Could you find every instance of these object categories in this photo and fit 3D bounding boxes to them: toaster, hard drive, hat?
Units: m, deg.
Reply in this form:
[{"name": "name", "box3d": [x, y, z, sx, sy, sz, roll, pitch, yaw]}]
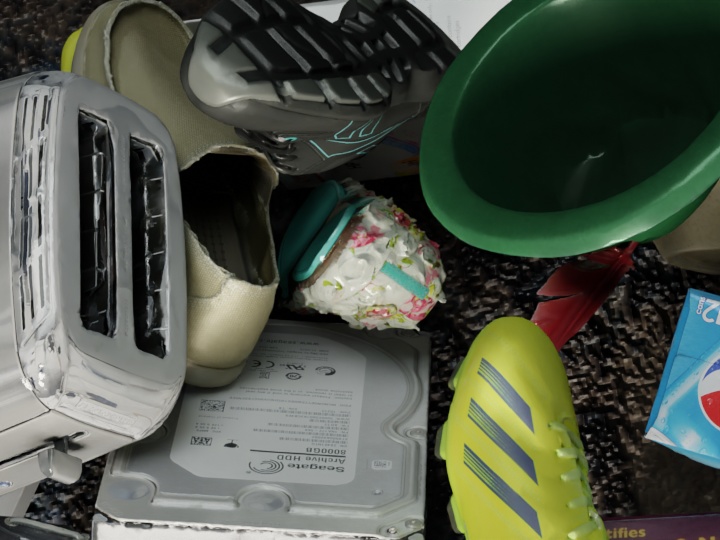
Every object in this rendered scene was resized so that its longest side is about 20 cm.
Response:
[{"name": "toaster", "box3d": [-0.150, -0.001, 1.093, 0.129, 0.114, 0.200, -15, 65, 29]}, {"name": "hard drive", "box3d": [-0.038, 0.078, 1.133, 0.139, 0.038, 0.200, 4, 25, 2]}, {"name": "hat", "box3d": [0.132, -0.026, 1.128, 0.200, 0.176, 0.166, 2, 56, 41]}]

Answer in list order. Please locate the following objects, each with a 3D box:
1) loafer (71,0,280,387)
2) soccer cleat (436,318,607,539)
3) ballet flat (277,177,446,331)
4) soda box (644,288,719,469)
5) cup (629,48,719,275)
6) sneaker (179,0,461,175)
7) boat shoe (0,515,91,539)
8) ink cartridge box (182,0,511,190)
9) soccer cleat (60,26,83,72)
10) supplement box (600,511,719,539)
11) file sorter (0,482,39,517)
[{"name": "loafer", "box3d": [-0.075, -0.046, 1.164, 0.068, 0.076, 0.200, -38, 58, 37]}, {"name": "soccer cleat", "box3d": [0.075, 0.111, 1.020, 0.084, 0.065, 0.201, -21, 56, 41]}, {"name": "ballet flat", "box3d": [0.000, 0.000, 1.206, 0.064, 0.200, 0.076, 32, 93, -8]}, {"name": "soda box", "box3d": [0.180, 0.059, 1.082, 0.068, 0.200, 0.064, 16, 87, 21]}, {"name": "cup", "box3d": [0.195, -0.073, 1.192, 0.200, 0.200, 0.144, 2, 83, 14]}, {"name": "sneaker", "box3d": [-0.022, -0.072, 1.110, 0.075, 0.200, 0.079, 47, 114, 16]}, {"name": "boat shoe", "box3d": [-0.143, 0.137, 1.105, 0.200, 0.072, 0.068, 9, 22, 26]}, {"name": "ink cartridge box", "box3d": [0.007, -0.088, 1.265, 0.200, 0.115, 0.068, -6, 78, 10]}, {"name": "soccer cleat", "box3d": [-0.130, -0.045, 1.306, 0.084, 0.065, 0.200, -23, 56, 0]}, {"name": "supplement box", "box3d": [0.147, 0.208, 1.056, 0.131, 0.103, 0.200, -5, 57, 14]}, {"name": "file sorter", "box3d": [-0.261, 0.056, 1.236, 0.200, 0.125, 0.139, 12, 61, 20]}]
